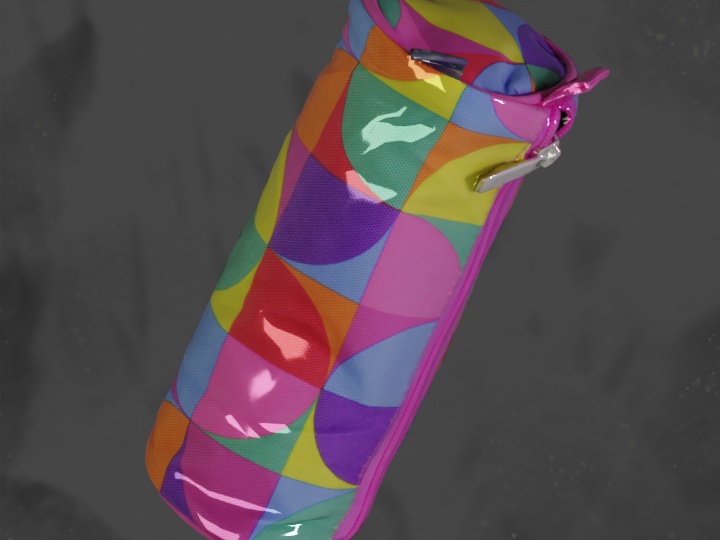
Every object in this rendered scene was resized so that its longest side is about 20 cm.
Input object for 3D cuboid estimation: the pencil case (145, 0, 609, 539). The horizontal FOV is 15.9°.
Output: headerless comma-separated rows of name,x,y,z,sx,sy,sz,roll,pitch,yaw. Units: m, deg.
pencil case,0.000,0.000,0.843,0.088,0.088,0.201,36,117,18
